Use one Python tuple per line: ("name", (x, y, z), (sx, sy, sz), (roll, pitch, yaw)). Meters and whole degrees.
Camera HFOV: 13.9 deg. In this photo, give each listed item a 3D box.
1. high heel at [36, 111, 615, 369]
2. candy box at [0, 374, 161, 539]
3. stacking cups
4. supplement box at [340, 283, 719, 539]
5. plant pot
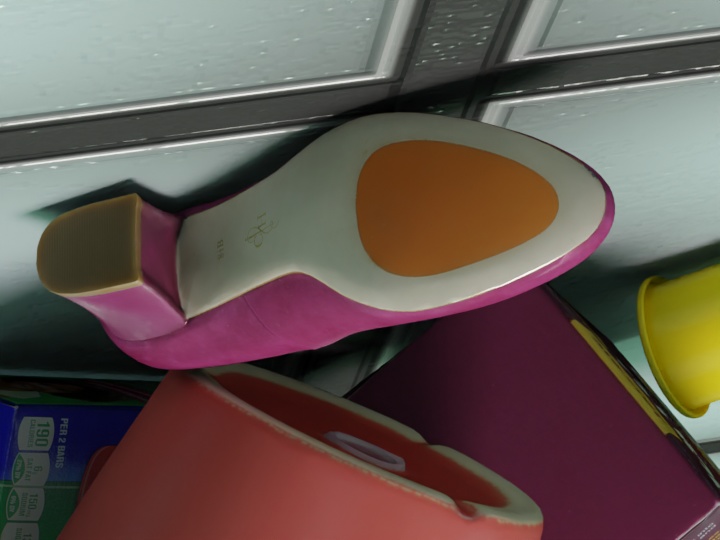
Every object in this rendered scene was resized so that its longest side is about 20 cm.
("high heel", (0.000, 0.000, 0.955), (0.200, 0.068, 0.096), (-12, 158, 24))
("candy box", (-0.093, 0.130, 1.185), (0.200, 0.170, 0.077), (3, -171, -45))
("stacking cups", (0.205, 0.001, 1.129), (0.200, 0.061, 0.060), (-20, 162, 29))
("supplement box", (0.085, 0.090, 1.192), (0.103, 0.131, 0.200), (-40, 161, 5))
("plant pot", (-0.033, 0.137, 1.038), (0.200, 0.178, 0.200), (24, -175, -2))
